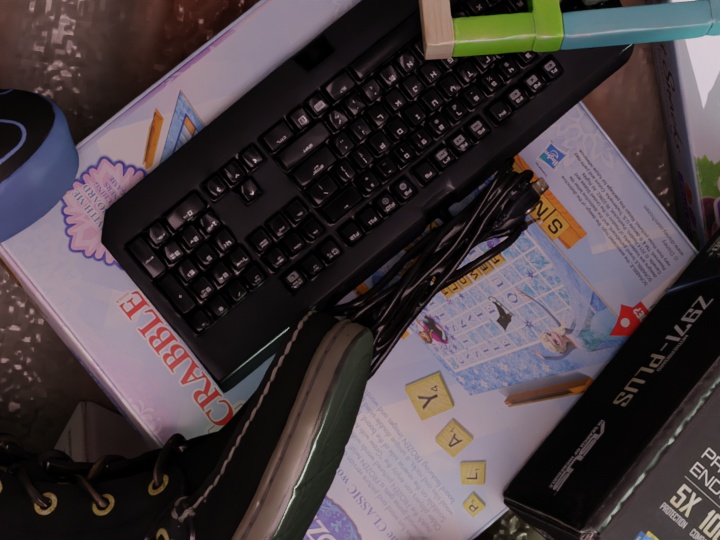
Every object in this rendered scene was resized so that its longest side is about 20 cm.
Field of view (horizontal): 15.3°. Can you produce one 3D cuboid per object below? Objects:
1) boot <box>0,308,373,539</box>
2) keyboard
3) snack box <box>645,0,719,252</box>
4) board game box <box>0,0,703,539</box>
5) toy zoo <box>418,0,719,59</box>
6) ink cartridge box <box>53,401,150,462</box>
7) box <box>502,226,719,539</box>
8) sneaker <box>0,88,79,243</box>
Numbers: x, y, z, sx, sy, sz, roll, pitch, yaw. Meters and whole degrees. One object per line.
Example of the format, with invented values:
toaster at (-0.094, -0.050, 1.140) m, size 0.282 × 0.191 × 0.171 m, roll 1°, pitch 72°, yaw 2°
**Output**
boot at (-0.099, 0.072, 0.900) m, size 0.154 × 0.073 × 0.204 m, roll 32°, pitch 112°, yaw 7°
keyboard at (0.016, -0.040, 0.925) m, size 0.200 × 0.040 × 0.104 m, roll -40°, pitch 93°, yaw -8°
snack box at (0.181, -0.089, 0.998) m, size 0.142 × 0.053 × 0.200 m, roll -12°, pitch 109°, yaw -4°
board game box at (0.000, 0.000, 0.961) m, size 0.200 × 0.041 × 0.200 m, roll -38°, pitch 94°, yaw -9°
toy zoo at (0.115, -0.146, 0.928) m, size 0.200 × 0.020 × 0.131 m, roll -6°, pitch 80°, yaw -2°
ink cartridge box at (-0.088, 0.175, 1.030) m, size 0.145 × 0.084 × 0.200 m, roll 26°, pitch 103°, yaw -14°
box at (0.181, 0.086, 0.937) m, size 0.200 × 0.086 × 0.164 m, roll 43°, pitch 82°, yaw -14°
sneaker at (-0.193, -0.037, 0.881) m, size 0.200 × 0.070 × 0.078 m, roll -15°, pitch 131°, yaw -13°
